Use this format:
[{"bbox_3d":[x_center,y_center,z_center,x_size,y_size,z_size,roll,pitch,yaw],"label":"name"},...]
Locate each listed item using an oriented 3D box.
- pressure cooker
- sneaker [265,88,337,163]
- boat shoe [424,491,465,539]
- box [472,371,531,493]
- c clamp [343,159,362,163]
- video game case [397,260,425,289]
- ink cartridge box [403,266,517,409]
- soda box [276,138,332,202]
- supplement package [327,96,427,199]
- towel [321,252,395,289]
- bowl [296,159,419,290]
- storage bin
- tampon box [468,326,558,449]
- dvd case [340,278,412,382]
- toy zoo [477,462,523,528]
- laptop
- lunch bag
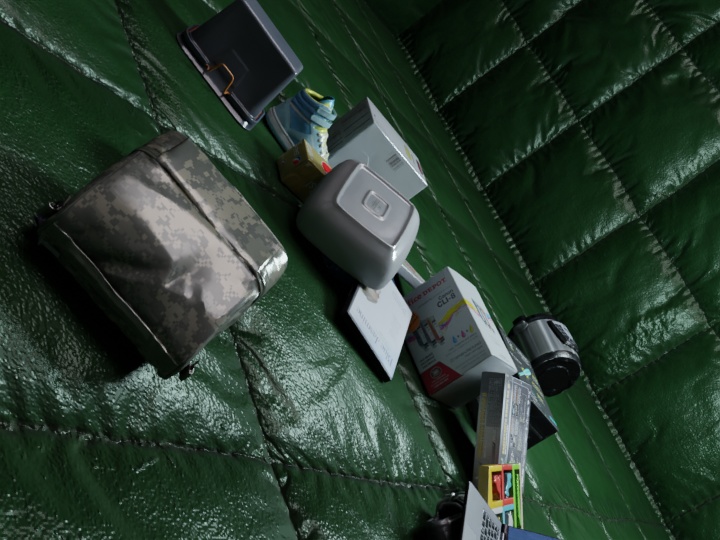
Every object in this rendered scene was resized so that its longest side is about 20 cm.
[{"bbox_3d":[0.485,0.216,2.281,0.202,0.174,0.178,-106,-166,-47],"label":"pressure cooker"},{"bbox_3d":[-0.076,-0.251,1.599,0.201,0.129,0.080,52,16,-17],"label":"sneaker"},{"bbox_3d":[0.137,0.353,1.204,0.198,0.073,0.070,-6,77,-62],"label":"boat shoe"},{"bbox_3d":[0.258,0.296,1.524,0.158,0.047,0.205,26,67,-58],"label":"box"},{"bbox_3d":[0.003,-0.125,1.537,0.170,0.027,0.204,36,40,-47],"label":"c clamp"},{"bbox_3d":[0.073,-0.018,1.699,0.200,0.023,0.182,41,7,-46],"label":"video game case"},{"bbox_3d":[0.175,0.127,1.596,0.144,0.144,0.202,32,29,-54],"label":"ink cartridge box"},{"bbox_3d":[-0.066,-0.144,1.541,0.200,0.067,0.065,43,22,-40],"label":"soda box"},{"bbox_3d":[0.020,-0.228,1.785,0.200,0.155,0.112,44,20,-35],"label":"supplement package"},{"bbox_3d":[0.000,0.000,1.500,0.200,0.048,0.113,40,24,-45],"label":"towel"},{"bbox_3d":[0.010,-0.091,1.423,0.199,0.075,0.201,39,43,-6],"label":"bowl"},{"bbox_3d":[-0.200,-0.369,1.457,0.201,0.133,0.146,51,17,-14],"label":"storage bin"},{"bbox_3d":[0.296,0.253,1.747,0.150,0.125,0.202,44,20,-36],"label":"tampon box"},{"bbox_3d":[0.031,0.073,1.417,0.144,0.017,0.201,58,27,-20],"label":"dvd case"},{"bbox_3d":[0.227,0.386,1.384,0.199,0.020,0.134,21,66,-61],"label":"toy zoo"},{"bbox_3d":[0.216,0.413,1.126,0.201,0.114,0.190,55,37,-38],"label":"laptop"},{"bbox_3d":[-0.194,-0.013,0.816,0.201,0.138,0.168,51,34,-9],"label":"lunch bag"}]
